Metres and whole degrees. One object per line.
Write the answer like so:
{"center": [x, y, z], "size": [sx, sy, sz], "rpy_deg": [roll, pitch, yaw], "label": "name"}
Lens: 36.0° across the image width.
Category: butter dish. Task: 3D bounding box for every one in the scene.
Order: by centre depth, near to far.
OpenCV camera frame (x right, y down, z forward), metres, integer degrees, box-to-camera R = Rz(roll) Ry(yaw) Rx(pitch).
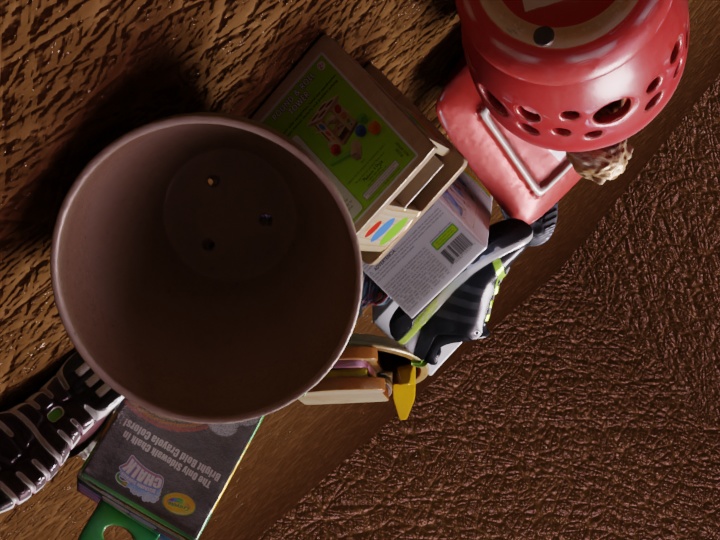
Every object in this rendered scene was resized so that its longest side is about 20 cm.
{"center": [0.167, -0.188, 1.158], "size": [0.200, 0.148, 0.200], "rpy_deg": [-44, 124, -1], "label": "butter dish"}

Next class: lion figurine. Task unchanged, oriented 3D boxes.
{"center": [0.239, -0.186, 1.030], "size": [0.072, 0.122, 0.203], "rpy_deg": [18, 104, -32], "label": "lion figurine"}

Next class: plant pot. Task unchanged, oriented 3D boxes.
{"center": [0.175, -0.223, 0.928], "size": [0.200, 0.201, 0.182], "rpy_deg": [-44, 160, 2], "label": "plant pot"}

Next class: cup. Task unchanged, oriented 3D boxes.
{"center": [-0.096, -0.019, 0.758], "size": [0.201, 0.200, 0.144], "rpy_deg": [-47, -168, 14], "label": "cup"}

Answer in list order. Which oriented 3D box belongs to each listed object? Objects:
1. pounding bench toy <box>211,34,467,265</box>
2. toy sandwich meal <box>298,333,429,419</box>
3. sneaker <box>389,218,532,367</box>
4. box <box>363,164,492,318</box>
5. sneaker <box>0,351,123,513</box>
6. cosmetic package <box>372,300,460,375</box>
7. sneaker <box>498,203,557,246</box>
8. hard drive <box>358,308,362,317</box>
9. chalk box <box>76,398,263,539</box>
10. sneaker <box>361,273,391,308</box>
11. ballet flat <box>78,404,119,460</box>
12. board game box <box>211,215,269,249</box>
{"center": [-0.030, -0.064, 0.915], "size": [0.200, 0.124, 0.156], "rpy_deg": [-47, 168, 11], "label": "pounding bench toy"}
{"center": [-0.011, 0.130, 1.275], "size": [0.201, 0.072, 0.206], "rpy_deg": [1, 157, 1], "label": "toy sandwich meal"}
{"center": [0.118, 0.027, 1.172], "size": [0.199, 0.083, 0.072], "rpy_deg": [-41, -171, 25], "label": "sneaker"}
{"center": [0.066, -0.055, 1.168], "size": [0.112, 0.101, 0.200], "rpy_deg": [-43, -171, 21], "label": "box"}
{"center": [-0.278, 0.155, 0.943], "size": [0.199, 0.076, 0.116], "rpy_deg": [-38, 169, -33], "label": "sneaker"}
{"center": [0.071, 0.042, 1.398], "size": [0.071, 0.101, 0.200], "rpy_deg": [-45, -169, 12], "label": "cosmetic package"}
{"center": [0.177, -0.121, 1.268], "size": [0.069, 0.204, 0.082], "rpy_deg": [-14, 169, 2], "label": "sneaker"}
{"center": [-0.103, 0.075, 1.199], "size": [0.138, 0.033, 0.199], "rpy_deg": [-14, -173, 32], "label": "hard drive"}
{"center": [-0.186, 0.180, 1.032], "size": [0.202, 0.123, 0.124], "rpy_deg": [-60, -175, -20], "label": "chalk box"}
{"center": [0.000, 0.000, 1.198], "size": [0.079, 0.095, 0.200], "rpy_deg": [-47, -174, 26], "label": "sneaker"}
{"center": [-0.243, 0.179, 1.159], "size": [0.072, 0.072, 0.200], "rpy_deg": [-44, 167, -1], "label": "ballet flat"}
{"center": [-0.071, -0.034, 1.068], "size": [0.200, 0.045, 0.152], "rpy_deg": [-44, 168, -3], "label": "board game box"}
